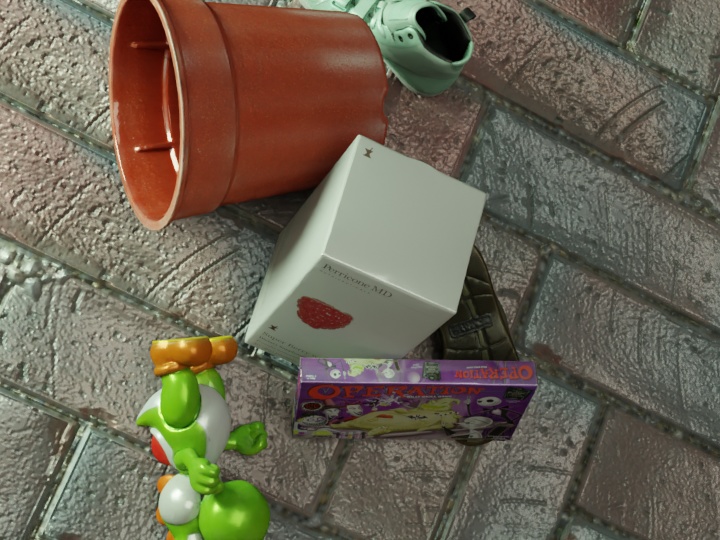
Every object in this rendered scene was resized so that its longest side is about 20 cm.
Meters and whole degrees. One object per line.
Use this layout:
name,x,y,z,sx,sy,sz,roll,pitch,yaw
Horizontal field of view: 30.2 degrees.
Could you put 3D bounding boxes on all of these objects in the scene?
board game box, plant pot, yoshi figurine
board game box,0.043,0.112,1.152,0.199,0.120,0.032,1,56,-6
plant pot,-0.092,-0.143,1.136,0.195,0.201,0.201,-7,84,-25
yoshi figurine,-0.120,0.155,1.123,0.112,0.112,0.201,-2,86,-24

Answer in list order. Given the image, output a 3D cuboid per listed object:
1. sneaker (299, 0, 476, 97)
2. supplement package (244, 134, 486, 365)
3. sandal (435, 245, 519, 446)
sneaker,0.022,-0.248,1.215,0.200,0.118,0.074,39,75,-7
supplement package,0.000,0.000,1.118,0.121,0.200,0.120,24,60,-12
sandal,0.097,0.061,1.225,0.081,0.055,0.201,-16,100,4
